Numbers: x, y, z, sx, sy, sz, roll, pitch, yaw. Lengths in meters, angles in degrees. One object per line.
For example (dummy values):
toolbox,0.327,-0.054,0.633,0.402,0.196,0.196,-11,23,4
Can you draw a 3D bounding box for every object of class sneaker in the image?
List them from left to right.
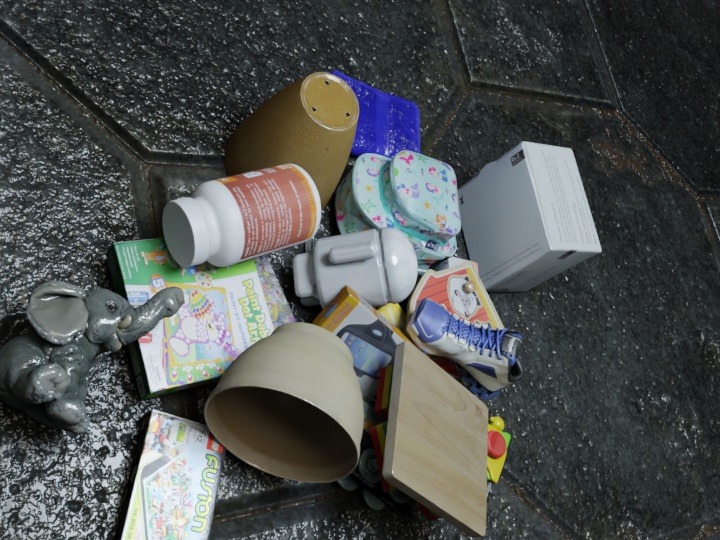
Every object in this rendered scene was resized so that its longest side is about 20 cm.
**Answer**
sneaker,0.172,0.104,1.158,0.199,0.114,0.081,41,49,-18

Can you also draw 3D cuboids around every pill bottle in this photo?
pill bottle,-0.158,-0.071,1.054,0.198,0.112,0.114,-19,80,-39

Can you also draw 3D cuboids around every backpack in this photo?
backpack,0.061,-0.101,1.277,0.196,0.151,0.181,14,54,-20

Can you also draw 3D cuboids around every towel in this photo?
towel,0.020,-0.263,1.381,0.197,0.049,0.151,12,62,-30

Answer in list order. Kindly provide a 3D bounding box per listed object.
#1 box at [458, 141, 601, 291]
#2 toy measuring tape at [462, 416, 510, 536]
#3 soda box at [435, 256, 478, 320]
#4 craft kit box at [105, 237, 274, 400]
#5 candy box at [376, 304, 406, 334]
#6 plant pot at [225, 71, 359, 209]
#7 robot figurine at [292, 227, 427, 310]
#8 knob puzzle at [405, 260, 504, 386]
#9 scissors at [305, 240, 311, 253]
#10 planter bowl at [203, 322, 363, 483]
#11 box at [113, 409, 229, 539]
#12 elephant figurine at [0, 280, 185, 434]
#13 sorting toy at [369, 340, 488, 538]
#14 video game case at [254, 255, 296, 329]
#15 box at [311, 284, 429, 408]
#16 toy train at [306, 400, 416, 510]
box,0.288,-0.088,1.387,0.129,0.198,0.204,1,68,-33
toy measuring tape,0.178,0.304,1.217,0.073,0.073,0.202,39,52,-12
soda box,0.161,0.082,1.310,0.067,0.063,0.204,11,62,-30
craft kit box,-0.219,0.052,1.054,0.195,0.048,0.204,-8,74,-40
candy box,0.070,0.152,1.232,0.102,0.026,0.202,-35,90,-34
plant pot,-0.084,-0.199,1.175,0.183,0.200,0.190,12,62,-24
robot figurine,0.000,0.000,1.170,0.196,0.170,0.115,-9,72,4
knob puzzle,0.151,0.087,1.242,0.216,0.030,0.224,14,63,-28
scissors,-0.084,-0.119,1.269,0.072,0.014,0.203,31,56,-20
planter bowl,-0.081,0.154,0.994,0.199,0.200,0.136,34,46,-16
box,-0.233,0.284,0.964,0.108,0.035,0.204,21,58,-25
elephant figurine,-0.333,0.077,0.932,0.155,0.140,0.203,40,58,-30
sorting toy,0.090,0.238,1.087,0.199,0.069,0.201,40,41,-31
video game case,-0.161,0.069,1.124,0.142,0.018,0.203,-19,81,-39
box,0.013,0.129,1.144,0.199,0.119,0.042,40,9,-20
toy train,0.011,0.252,1.116,0.199,0.085,0.115,40,48,-16
